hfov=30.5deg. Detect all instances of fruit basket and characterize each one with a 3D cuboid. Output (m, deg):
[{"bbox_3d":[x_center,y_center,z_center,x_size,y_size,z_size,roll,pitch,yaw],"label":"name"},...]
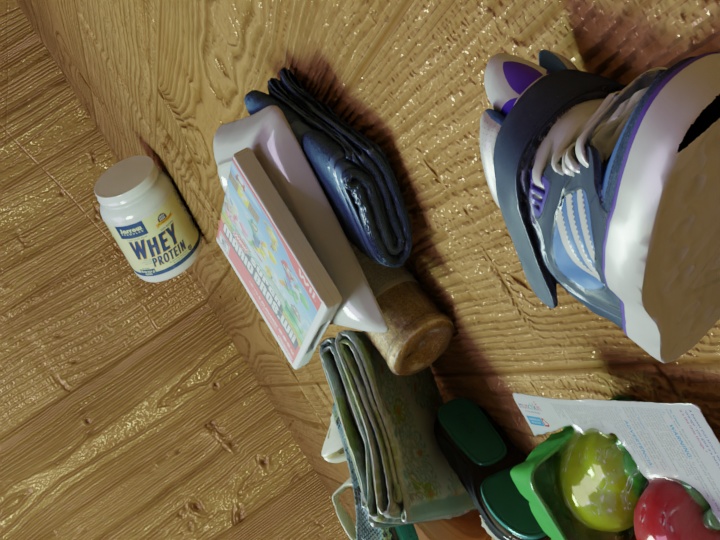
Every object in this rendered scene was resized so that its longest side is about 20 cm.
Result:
[{"bbox_3d":[0.183,0.147,0.770,0.187,0.093,0.199,58,154,-8],"label":"fruit basket"}]

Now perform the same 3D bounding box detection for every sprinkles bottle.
[{"bbox_3d":[0.000,0.000,1.154,0.200,0.068,0.069,50,168,31],"label":"sprinkles bottle"}]

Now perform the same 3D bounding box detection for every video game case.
[{"bbox_3d":[-0.073,-0.004,1.104,0.144,0.017,0.200,58,162,10],"label":"video game case"}]

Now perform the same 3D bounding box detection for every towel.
[{"bbox_3d":[0.038,0.142,1.187,0.200,0.048,0.173,18,-126,-65],"label":"towel"},{"bbox_3d":[-0.022,-0.084,1.066,0.200,0.048,0.112,42,160,52],"label":"towel"}]

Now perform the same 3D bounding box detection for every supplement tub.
[{"bbox_3d":[-0.393,-0.096,2.439,0.145,0.144,0.201,42,162,53],"label":"supplement tub"}]

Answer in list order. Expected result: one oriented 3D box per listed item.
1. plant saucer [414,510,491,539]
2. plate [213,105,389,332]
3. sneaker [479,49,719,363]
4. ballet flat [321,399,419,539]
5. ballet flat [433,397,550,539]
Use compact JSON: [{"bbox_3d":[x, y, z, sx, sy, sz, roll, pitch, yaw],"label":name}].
[{"bbox_3d":[0.070,0.205,1.320,0.200,0.032,0.201,45,-157,-24],"label":"plant saucer"},{"bbox_3d":[-0.063,-0.034,1.113,0.202,0.032,0.199,64,163,-10],"label":"plate"},{"bbox_3d":[0.092,-0.053,0.548,0.147,0.080,0.200,47,171,27],"label":"sneaker"},{"bbox_3d":[-0.001,0.182,1.209,0.074,0.073,0.202,85,172,-68],"label":"ballet flat"},{"bbox_3d":[0.122,0.187,1.135,0.074,0.072,0.200,64,173,-35],"label":"ballet flat"}]
